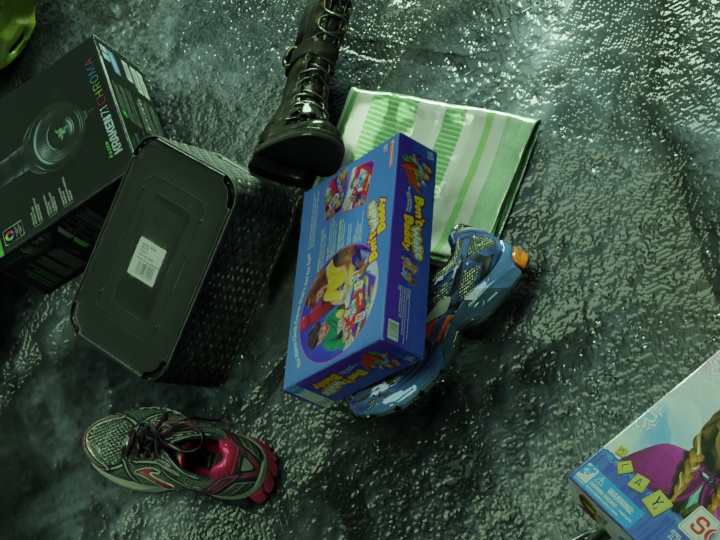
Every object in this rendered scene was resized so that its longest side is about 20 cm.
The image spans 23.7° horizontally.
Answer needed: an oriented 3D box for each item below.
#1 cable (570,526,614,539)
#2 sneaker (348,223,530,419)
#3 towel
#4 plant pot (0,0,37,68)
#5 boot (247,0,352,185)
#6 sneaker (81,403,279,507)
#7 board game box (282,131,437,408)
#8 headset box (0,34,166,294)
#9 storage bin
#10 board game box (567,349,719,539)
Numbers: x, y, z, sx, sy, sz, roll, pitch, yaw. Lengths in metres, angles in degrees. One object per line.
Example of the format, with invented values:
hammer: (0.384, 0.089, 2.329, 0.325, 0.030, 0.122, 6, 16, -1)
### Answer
cable: (0.222, 0.253, 1.286, 0.199, 0.051, 0.164, -12, 54, 14)
sneaker: (0.054, 0.044, 1.452, 0.078, 0.075, 0.200, 40, 84, 3)
towel: (0.050, -0.085, 1.549, 0.199, 0.023, 0.153, 14, 78, 33)
plant pot: (-0.451, -0.300, 1.829, 0.183, 0.200, 0.201, 20, 81, 22)
boot: (-0.045, -0.174, 1.564, 0.200, 0.069, 0.175, -8, 64, 70)
sneaker: (-0.170, 0.158, 1.545, 0.199, 0.075, 0.081, 4, 73, 31)
board game box: (0.000, 0.000, 1.452, 0.134, 0.045, 0.201, -29, 46, 44)
headset box: (-0.296, -0.101, 1.706, 0.199, 0.093, 0.175, -31, 58, 16)
storage bin: (-0.164, -0.007, 1.570, 0.135, 0.094, 0.201, 29, 99, 34)
board game box: (0.292, 0.162, 1.264, 0.199, 0.041, 0.200, -38, 54, -13)
